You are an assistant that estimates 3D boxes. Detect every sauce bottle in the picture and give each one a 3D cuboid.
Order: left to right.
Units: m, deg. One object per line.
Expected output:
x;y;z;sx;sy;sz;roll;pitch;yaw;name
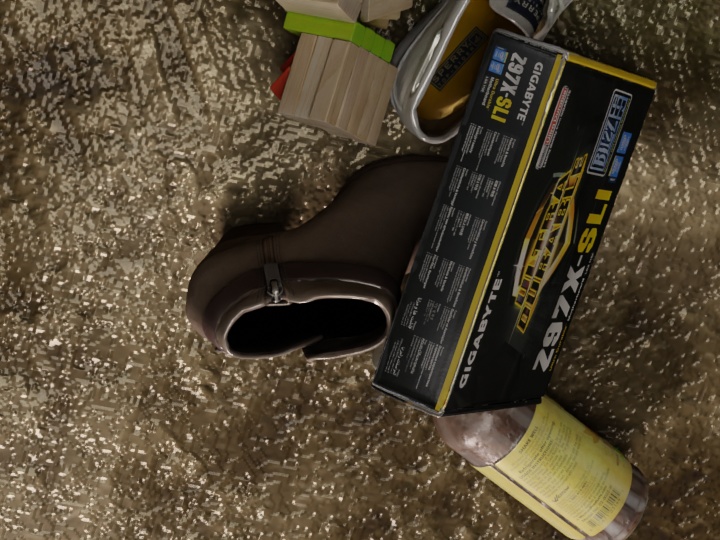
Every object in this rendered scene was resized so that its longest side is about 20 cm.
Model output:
0.092;0.097;1.253;0.200;0.065;0.065;39;105;-26;sauce bottle

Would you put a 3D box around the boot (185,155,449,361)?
0.000;0.000;1.139;0.198;0.146;0.071;-16;112;-2;boot

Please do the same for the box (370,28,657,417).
0.087;-0.023;1.121;0.049;0.159;0.202;22;98;22;box

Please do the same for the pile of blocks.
-0.017;-0.169;1.110;0.062;0.082;0.202;15;110;30;pile of blocks

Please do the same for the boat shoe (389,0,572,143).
0.087;-0.153;1.121;0.071;0.070;0.200;35;107;-24;boat shoe
